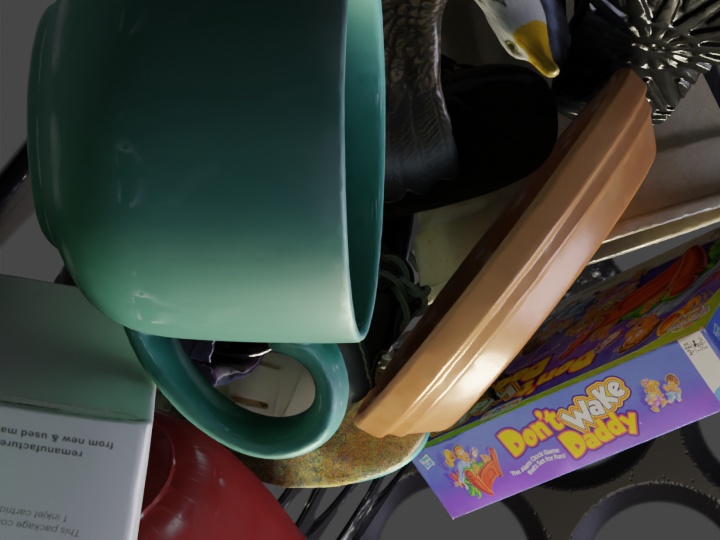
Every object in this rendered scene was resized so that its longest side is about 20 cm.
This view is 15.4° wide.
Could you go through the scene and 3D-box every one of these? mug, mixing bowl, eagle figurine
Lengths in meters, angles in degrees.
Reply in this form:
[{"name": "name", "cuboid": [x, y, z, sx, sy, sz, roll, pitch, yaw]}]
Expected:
[{"name": "mug", "cuboid": [-0.055, -0.036, 0.944, 0.152, 0.114, 0.186, 72, 20, -73]}, {"name": "mixing bowl", "cuboid": [-0.119, 0.133, 1.219, 0.200, 0.200, 0.109, -50, 140, -37]}, {"name": "eagle figurine", "cuboid": [0.036, -0.130, 1.075, 0.200, 0.151, 0.151, 118, -25, -68]}]

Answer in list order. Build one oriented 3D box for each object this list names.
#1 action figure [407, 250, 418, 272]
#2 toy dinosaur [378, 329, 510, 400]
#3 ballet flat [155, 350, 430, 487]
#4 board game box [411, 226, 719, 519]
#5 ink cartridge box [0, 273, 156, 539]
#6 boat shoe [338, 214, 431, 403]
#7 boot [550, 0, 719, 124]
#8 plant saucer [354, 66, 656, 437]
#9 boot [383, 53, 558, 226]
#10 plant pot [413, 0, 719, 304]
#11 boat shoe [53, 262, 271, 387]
[{"name": "action figure", "cuboid": [-0.023, -0.010, 1.437, 0.200, 0.102, 0.119, -55, -173, -26]}, {"name": "toy dinosaur", "cuboid": [0.020, 0.045, 1.385, 0.200, 0.048, 0.088, -3, 180, -34]}, {"name": "ballet flat", "cuboid": [-0.055, 0.064, 1.293, 0.071, 0.200, 0.071, -3, 95, -45]}, {"name": "board game box", "cuboid": [0.135, 0.047, 1.385, 0.200, 0.045, 0.134, -27, -165, 38]}, {"name": "ink cartridge box", "cuboid": [-0.132, 0.118, 1.026, 0.148, 0.085, 0.201, -101, -161, -72]}, {"name": "boat shoe", "cuboid": [0.000, 0.000, 1.244, 0.200, 0.062, 0.073, -95, 172, -66]}, {"name": "boot", "cuboid": [0.140, -0.171, 1.209, 0.211, 0.079, 0.158, 135, -33, -66]}, {"name": "plant saucer", "cuboid": [0.070, -0.001, 1.184, 0.200, 0.037, 0.200, -52, 180, 0]}, {"name": "boot", "cuboid": [-0.024, -0.063, 1.227, 0.200, 0.073, 0.151, -17, -162, -12]}, {"name": "plant pot", "cuboid": [0.095, -0.095, 1.374, 0.200, 0.184, 0.200, -17, 177, -1]}, {"name": "boat shoe", "cuboid": [-0.070, 0.007, 1.255, 0.075, 0.093, 0.200, -59, 171, 18]}]
